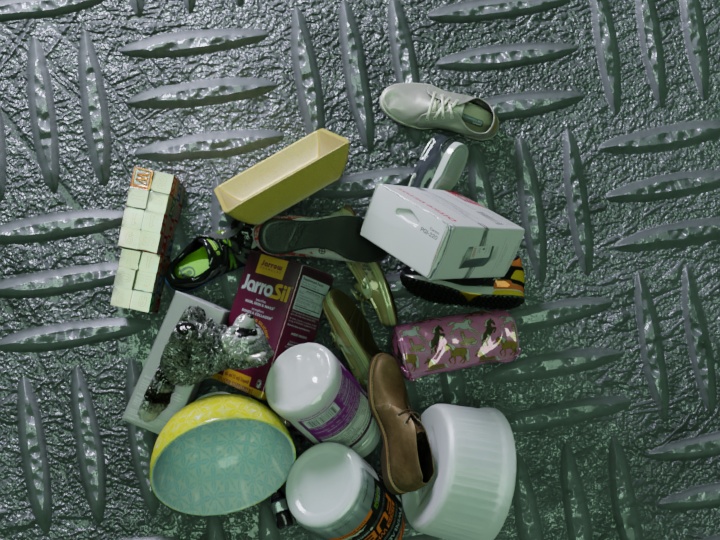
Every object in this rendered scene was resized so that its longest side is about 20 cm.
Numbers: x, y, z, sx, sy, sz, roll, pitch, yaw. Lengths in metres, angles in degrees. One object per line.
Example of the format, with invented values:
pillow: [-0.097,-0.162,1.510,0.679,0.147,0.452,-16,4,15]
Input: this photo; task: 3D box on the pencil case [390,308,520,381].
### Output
pencil case: [0.146,0.113,1.186,0.198,0.083,0.088,-9,105,-14]

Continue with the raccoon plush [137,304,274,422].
raccoon plush: [-0.206,0.140,1.070,0.133,0.097,0.201,27,114,-3]

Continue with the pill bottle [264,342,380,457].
pill bottle: [-0.045,0.197,1.118,0.111,0.200,0.113,-14,51,18]

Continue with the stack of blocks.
stack of blocks: [-0.317,-0.041,1.152,0.058,0.115,0.203,11,86,-4]

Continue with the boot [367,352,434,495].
boot: [0.062,0.210,1.103,0.073,0.075,0.202,3,68,-38]

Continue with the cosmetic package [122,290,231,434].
cosmetic package: [-0.268,0.136,1.151,0.089,0.107,0.202,20,84,-2]

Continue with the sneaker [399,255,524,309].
sneaker: [0.161,0.003,1.220,0.198,0.070,0.091,9,66,-1]

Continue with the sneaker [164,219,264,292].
sneaker: [-0.208,-0.030,1.176,0.198,0.083,0.071,-31,89,-8]

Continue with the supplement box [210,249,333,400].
supplement box: [-0.131,0.084,1.152,0.109,0.085,0.202,14,85,34]

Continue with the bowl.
bowl: [-0.197,0.237,1.083,0.198,0.108,0.202,-11,130,-13]

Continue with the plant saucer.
plant saucer: [-0.113,-0.134,1.145,0.199,0.200,0.049,-30,111,-6]

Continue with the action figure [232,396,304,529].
action figure: [-0.132,0.284,1.175,0.129,0.069,0.202,-21,85,2]

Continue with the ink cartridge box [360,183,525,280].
ink cartridge box: [0.119,-0.055,1.111,0.145,0.199,0.086,34,110,35]

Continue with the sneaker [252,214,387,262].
sneaker: [-0.062,-0.051,1.155,0.199,0.108,0.068,2,94,-19]

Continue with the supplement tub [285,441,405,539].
supplement tub: [-0.014,0.336,1.107,0.121,0.200,0.124,-14,53,19]

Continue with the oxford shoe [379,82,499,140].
oxford shoe: [0.129,-0.257,1.231,0.198,0.058,0.076,15,88,-2]

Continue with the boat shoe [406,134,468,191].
boat shoe: [0.099,-0.116,1.219,0.060,0.075,0.201,33,95,36]

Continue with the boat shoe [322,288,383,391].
boat shoe: [-0.010,0.121,1.169,0.063,0.073,0.202,-23,115,20]

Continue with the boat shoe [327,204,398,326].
boat shoe: [0.000,0.000,1.202,0.062,0.073,0.202,-25,78,1]

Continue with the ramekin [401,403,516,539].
ramekin: [0.134,0.290,1.118,0.097,0.200,0.203,14,86,-16]
